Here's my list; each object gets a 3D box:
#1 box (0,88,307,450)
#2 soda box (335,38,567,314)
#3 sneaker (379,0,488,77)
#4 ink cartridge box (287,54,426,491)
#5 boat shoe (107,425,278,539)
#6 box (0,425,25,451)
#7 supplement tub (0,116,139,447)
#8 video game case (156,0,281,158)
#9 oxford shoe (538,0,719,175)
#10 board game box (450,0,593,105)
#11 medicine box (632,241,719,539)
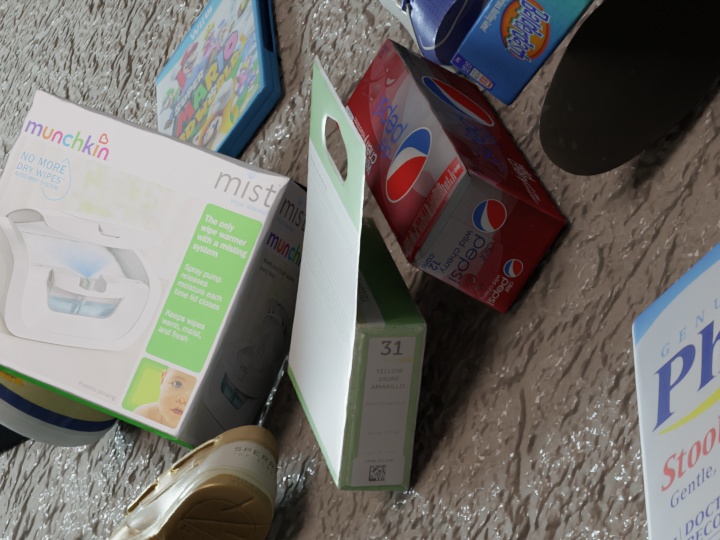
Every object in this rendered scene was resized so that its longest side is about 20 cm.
[{"bbox_3d":[-0.139,0.004,1.622,0.199,0.097,0.177,21,84,26],"label":"box"},{"bbox_3d":[0.047,-0.056,1.438,0.064,0.070,0.200,-56,24,16],"label":"soda box"},{"bbox_3d":[0.017,-0.198,1.589,0.081,0.115,0.200,-57,24,19],"label":"sneaker"},{"bbox_3d":[0.000,0.000,1.411,0.146,0.048,0.201,-117,31,-62],"label":"ink cartridge box"},{"bbox_3d":[-0.106,0.158,1.561,0.200,0.074,0.069,-39,22,44],"label":"boat shoe"},{"bbox_3d":[-0.266,0.029,2.015,0.141,0.079,0.201,-31,40,56],"label":"box"},{"bbox_3d":[-0.191,0.006,1.791,0.201,0.144,0.145,-56,24,18],"label":"supplement tub"},{"bbox_3d":[-0.109,-0.137,1.920,0.143,0.018,0.201,-52,26,28],"label":"video game case"},{"bbox_3d":[0.160,-0.135,1.305,0.201,0.071,0.071,-55,5,9],"label":"oxford shoe"},{"bbox_3d":[0.123,-0.179,1.310,0.152,0.045,0.200,-53,-1,-15],"label":"board game box"},{"bbox_3d":[0.199,0.059,0.958,0.182,0.103,0.201,-46,30,36],"label":"medicine box"}]
